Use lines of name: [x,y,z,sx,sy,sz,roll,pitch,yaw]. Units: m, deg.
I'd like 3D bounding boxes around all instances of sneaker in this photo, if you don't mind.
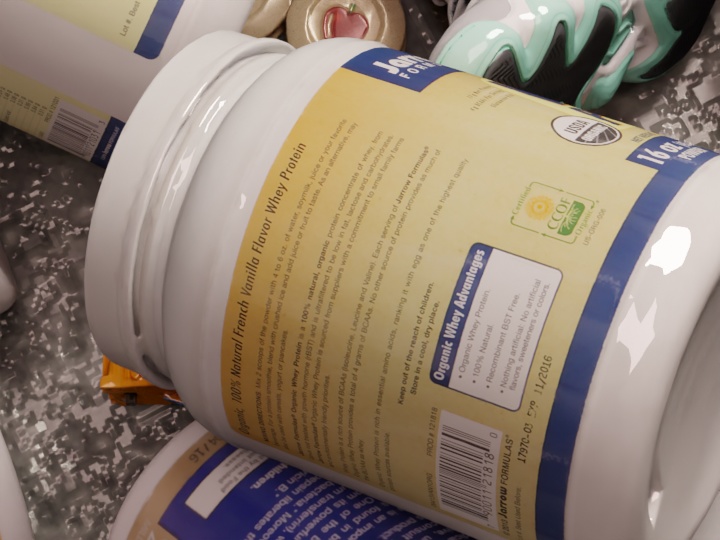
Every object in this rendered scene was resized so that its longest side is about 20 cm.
sneaker: [0.041,-0.113,0.983,0.140,0.200,0.078,33,117,18]

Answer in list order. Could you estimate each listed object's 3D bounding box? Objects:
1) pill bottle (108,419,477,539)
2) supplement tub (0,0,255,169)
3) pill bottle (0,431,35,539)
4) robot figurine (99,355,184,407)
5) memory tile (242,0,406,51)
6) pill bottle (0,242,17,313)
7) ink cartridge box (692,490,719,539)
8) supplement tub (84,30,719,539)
pill bottle: [0.012,0.133,0.876,0.200,0.116,0.116,31,78,39]
supplement tub: [-0.134,-0.135,0.948,0.200,0.145,0.145,25,78,-7]
pill bottle: [-0.227,0.108,0.936,0.200,0.112,0.112,-18,74,-19]
robot figurine: [0.000,0.000,1.002,0.200,0.058,0.145,-1,76,4]
memory tile: [-0.060,-0.168,1.072,0.200,0.017,0.154,18,77,9]
pill bottle: [-0.244,0.006,0.989,0.200,0.111,0.111,-26,75,-3]
ink cartridge box: [0.156,0.081,0.925,0.144,0.084,0.200,15,99,8]
supplement tub: [0.025,0.007,0.840,0.200,0.144,0.145,20,77,21]
